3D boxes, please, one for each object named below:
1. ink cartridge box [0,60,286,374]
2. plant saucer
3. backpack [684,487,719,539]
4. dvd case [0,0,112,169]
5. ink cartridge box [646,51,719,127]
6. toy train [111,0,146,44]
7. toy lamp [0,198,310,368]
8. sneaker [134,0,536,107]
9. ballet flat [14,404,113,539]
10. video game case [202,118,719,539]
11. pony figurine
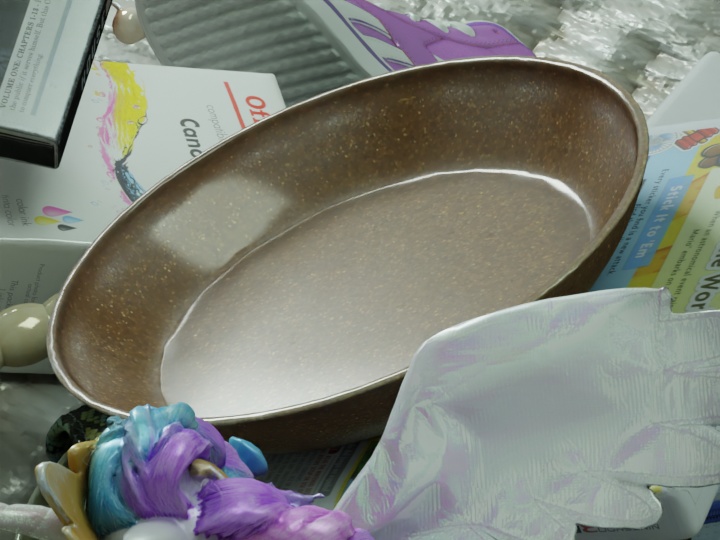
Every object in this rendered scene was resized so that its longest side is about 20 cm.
[{"bbox_3d":[-0.082,-0.020,1.122,0.200,0.068,0.117,3,39,-21],"label":"ink cartridge box"},{"bbox_3d":[0.000,0.000,0.943,0.200,0.037,0.200,-18,27,10],"label":"plant saucer"},{"bbox_3d":[0.101,0.089,0.976,0.190,0.154,0.200,4,38,2],"label":"backpack"},{"bbox_3d":[-0.185,-0.120,1.066,0.200,0.025,0.150,12,58,2],"label":"dvd case"},{"bbox_3d":[0.152,0.016,1.170,0.145,0.084,0.200,29,38,12],"label":"ink cartridge box"},{"bbox_3d":[-0.163,-0.117,1.158,0.150,0.056,0.200,4,7,2],"label":"toy train"},{"bbox_3d":[-0.103,0.017,1.025,0.200,0.058,0.058,-15,46,-12],"label":"toy lamp"},{"bbox_3d":[0.003,-0.084,1.239,0.200,0.073,0.114,36,33,-6],"label":"sneaker"},{"bbox_3d":[-0.082,0.115,0.966,0.074,0.074,0.200,13,35,-10],"label":"ballet flat"},{"bbox_3d":[0.048,0.018,0.937,0.182,0.023,0.200,-6,32,30],"label":"video game case"},{"bbox_3d":[0.011,0.101,0.787,0.193,0.200,0.167,1,58,10],"label":"pony figurine"}]
